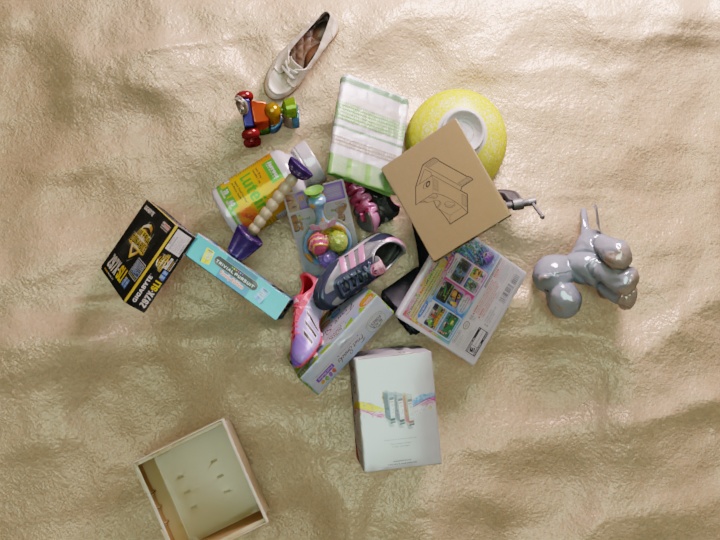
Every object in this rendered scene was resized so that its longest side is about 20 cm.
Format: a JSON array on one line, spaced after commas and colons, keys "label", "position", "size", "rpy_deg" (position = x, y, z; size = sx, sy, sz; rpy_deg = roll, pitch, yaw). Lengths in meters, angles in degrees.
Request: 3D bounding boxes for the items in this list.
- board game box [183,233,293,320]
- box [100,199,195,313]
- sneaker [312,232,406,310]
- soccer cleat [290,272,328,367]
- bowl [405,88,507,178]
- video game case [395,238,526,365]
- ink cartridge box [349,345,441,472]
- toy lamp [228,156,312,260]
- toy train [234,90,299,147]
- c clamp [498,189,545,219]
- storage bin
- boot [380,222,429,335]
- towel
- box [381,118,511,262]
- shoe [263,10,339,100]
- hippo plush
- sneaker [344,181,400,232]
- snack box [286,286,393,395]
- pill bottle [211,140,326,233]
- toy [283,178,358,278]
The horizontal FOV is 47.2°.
[{"label": "board game box", "position": [-0.216, 0.013, 1.500], "size": [0.199, 0.151, 0.047], "rpy_deg": [35, 87, 0]}, {"label": "box", "position": [-0.386, -0.031, 1.480], "size": [0.049, 0.200, 0.161], "rpy_deg": [33, 90, -34]}, {"label": "sneaker", "position": [0.000, 0.000, 1.485], "size": [0.200, 0.082, 0.071], "rpy_deg": [-44, 119, -23]}, {"label": "soccer cleat", "position": [-0.101, 0.088, 1.481], "size": [0.066, 0.201, 0.076], "rpy_deg": [-31, 117, 35]}, {"label": "bowl", "position": [0.185, -0.250, 1.538], "size": [0.197, 0.108, 0.204], "rpy_deg": [0, 87, -1]}, {"label": "video game case", "position": [0.186, 0.043, 1.514], "size": [0.181, 0.024, 0.202], "rpy_deg": [32, 87, -14]}, {"label": "ink cartridge box", "position": [0.059, 0.244, 1.493], "size": [0.142, 0.145, 0.203], "rpy_deg": [-4, 89, -5]}, {"label": "toy lamp", "position": [-0.162, -0.104, 1.452], "size": [0.058, 0.058, 0.201], "rpy_deg": [40, 100, 1]}, {"label": "toy train", "position": [-0.165, -0.288, 1.489], "size": [0.114, 0.200, 0.086], "rpy_deg": [-11, 88, -6]}, {"label": "c clamp", "position": [0.224, -0.121, 1.509], "size": [0.197, 0.171, 0.027], "rpy_deg": [-7, 113, 5]}, {"label": "storage bin", "position": [-0.294, 0.401, 1.513], "size": [0.196, 0.094, 0.202], "rpy_deg": [-25, 89, -2]}, {"label": "boot", "position": [0.105, 0.000, 1.542], "size": [0.167, 0.076, 0.202], "rpy_deg": [-33, 95, -6]}, {"label": "towel", "position": [0.013, -0.249, 1.528], "size": [0.147, 0.031, 0.203], "rpy_deg": [16, 72, -22]}, {"label": "box", "position": [0.150, -0.141, 1.466], "size": [0.162, 0.021, 0.202], "rpy_deg": [-31, 78, 14]}, {"label": "shoe", "position": [-0.116, -0.412, 1.565], "size": [0.070, 0.053, 0.201], "rpy_deg": [38, 88, 1]}, {"label": "hippo plush", "position": [0.401, 0.001, 1.507], "size": [0.159, 0.159, 0.202], "rpy_deg": [-23, 89, -2]}, {"label": "sneaker", "position": [0.014, -0.176, 1.559], "size": [0.094, 0.079, 0.203], "rpy_deg": [-22, 89, -23]}, {"label": "snack box", "position": [-0.040, 0.118, 1.501], "size": [0.053, 0.142, 0.200], "rpy_deg": [43, 88, -19]}, {"label": "pill bottle", "position": [-0.166, -0.152, 1.526], "size": [0.199, 0.111, 0.112], "rpy_deg": [-33, 89, -2]}, {"label": "toy", "position": [-0.064, -0.058, 1.511], "size": [0.113, 0.047, 0.202], "rpy_deg": [-14, 117, -1]}]
